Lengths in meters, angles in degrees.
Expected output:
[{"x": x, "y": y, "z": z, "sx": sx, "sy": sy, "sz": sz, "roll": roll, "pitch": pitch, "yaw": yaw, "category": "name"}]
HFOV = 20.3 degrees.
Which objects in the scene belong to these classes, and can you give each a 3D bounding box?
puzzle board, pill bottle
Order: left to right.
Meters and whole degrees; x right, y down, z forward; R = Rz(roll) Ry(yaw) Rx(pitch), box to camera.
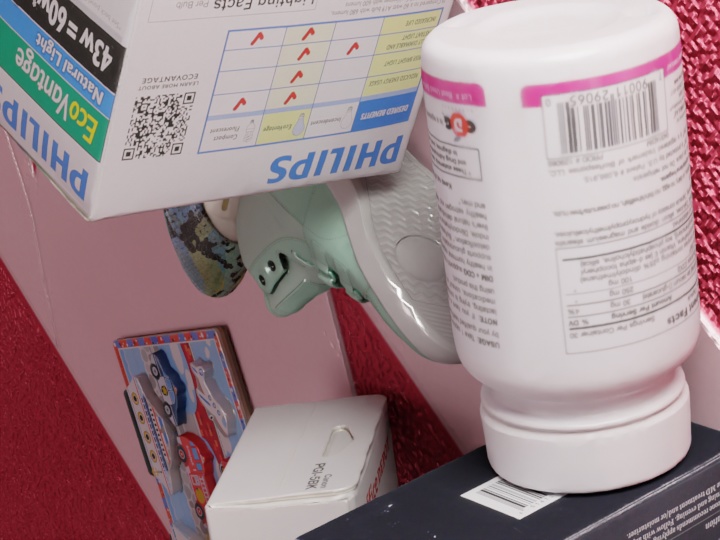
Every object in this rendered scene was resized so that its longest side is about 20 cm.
[{"x": -0.103, "y": 0.138, "z": 1.337, "sx": 0.150, "sy": 0.017, "sz": 0.202, "roll": -9, "pitch": 99, "yaw": 56, "category": "puzzle board"}, {"x": 0.092, "y": -0.012, "z": 0.892, "sx": 0.113, "sy": 0.113, "sz": 0.202, "roll": 17, "pitch": 120, "yaw": 50, "category": "pill bottle"}]

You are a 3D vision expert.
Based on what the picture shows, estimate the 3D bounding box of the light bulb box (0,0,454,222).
[{"x": -0.060, "y": -0.149, "z": 0.936, "sx": 0.125, "sy": 0.197, "sz": 0.201, "roll": 43, "pitch": 128, "yaw": 35, "category": "light bulb box"}]

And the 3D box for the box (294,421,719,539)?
[{"x": 0.083, "y": 0.182, "z": 0.930, "sx": 0.104, "sy": 0.199, "sz": 0.184, "roll": 15, "pitch": 119, "yaw": 49, "category": "box"}]

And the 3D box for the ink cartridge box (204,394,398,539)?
[{"x": -0.020, "y": 0.188, "z": 1.116, "sx": 0.082, "sy": 0.147, "sz": 0.202, "roll": -5, "pitch": 106, "yaw": 10, "category": "ink cartridge box"}]

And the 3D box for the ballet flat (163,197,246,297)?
[{"x": -0.083, "y": -0.079, "z": 1.153, "sx": 0.074, "sy": 0.074, "sz": 0.202, "roll": 11, "pitch": 120, "yaw": 52, "category": "ballet flat"}]

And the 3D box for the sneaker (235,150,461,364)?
[{"x": 0.000, "y": 0.000, "z": 1.062, "sx": 0.201, "sy": 0.073, "sz": 0.119, "roll": 57, "pitch": 139, "yaw": 35, "category": "sneaker"}]
